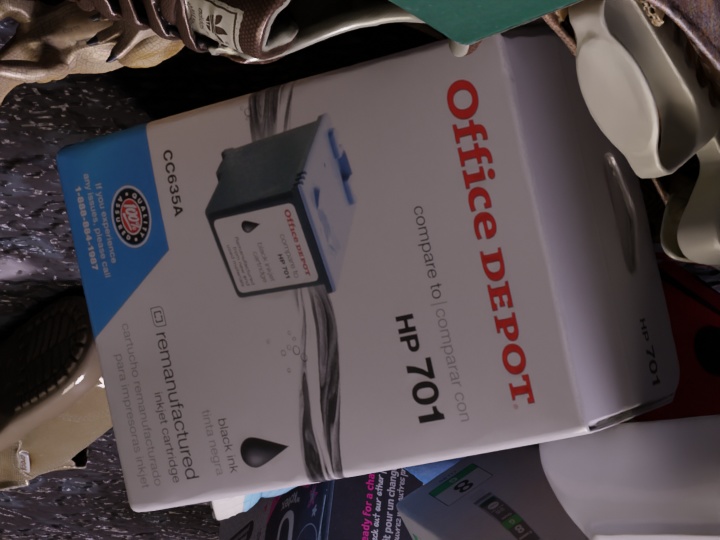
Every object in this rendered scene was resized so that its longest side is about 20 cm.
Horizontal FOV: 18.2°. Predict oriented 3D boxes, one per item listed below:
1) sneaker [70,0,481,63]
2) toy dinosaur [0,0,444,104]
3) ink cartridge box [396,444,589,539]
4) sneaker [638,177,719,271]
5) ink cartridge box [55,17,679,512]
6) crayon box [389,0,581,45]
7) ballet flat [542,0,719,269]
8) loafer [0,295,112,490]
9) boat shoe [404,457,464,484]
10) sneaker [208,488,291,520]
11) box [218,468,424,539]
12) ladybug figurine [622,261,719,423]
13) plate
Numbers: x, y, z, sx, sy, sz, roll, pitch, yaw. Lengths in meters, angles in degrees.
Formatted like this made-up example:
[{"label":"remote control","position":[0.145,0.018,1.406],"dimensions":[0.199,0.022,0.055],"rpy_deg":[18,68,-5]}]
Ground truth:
[{"label":"sneaker","position":[-0.051,-0.104,0.700],"dimensions":[0.199,0.076,0.071],"rpy_deg":[-1,146,1]},{"label":"toy dinosaur","position":[-0.079,-0.090,0.797],"dimensions":[0.199,0.058,0.101],"rpy_deg":[-14,170,13]},{"label":"ink cartridge box","position":[0.122,0.100,0.986],"dimensions":[0.161,0.050,0.200],"rpy_deg":[-32,-164,-13]},{"label":"sneaker","position":[0.151,-0.020,0.890],"dimensions":[0.199,0.071,0.113],"rpy_deg":[-2,153,5]},{"label":"ink cartridge box","position":[0.000,0.000,0.836],"dimensions":[0.200,0.147,0.086],"rpy_deg":[-13,179,32]},{"label":"crayon box","position":[-0.018,-0.153,0.535],"dimensions":[0.051,0.127,0.200],"rpy_deg":[-17,149,38]},{"label":"ballet flat","position":[0.113,-0.044,0.760],"dimensions":[0.068,0.067,0.200],"rpy_deg":[-12,130,40]},{"label":"loafer","position":[-0.169,0.075,1.133],"dimensions":[0.067,0.076,0.200],"rpy_deg":[26,148,-31]},{"label":"boat shoe","position":[0.051,0.064,1.105],"dimensions":[0.084,0.069,0.200],"rpy_deg":[-24,143,22]},{"label":"sneaker","position":[-0.043,0.060,1.119],"dimensions":[0.090,0.079,0.200],"rpy_deg":[-15,161,-6]},{"label":"box","position":[-0.006,0.177,1.281],"dimensions":[0.114,0.133,0.200],"rpy_deg":[15,153,-19]},{"label":"ladybug figurine","position":[0.099,0.027,0.916],"dimensions":[0.200,0.072,0.136],"rpy_deg":[35,-162,31]},{"label":"plate","position":[0.162,0.128,0.788],"dimensions":[0.200,0.032,0.200],"rpy_deg":[44,162,-11]}]
